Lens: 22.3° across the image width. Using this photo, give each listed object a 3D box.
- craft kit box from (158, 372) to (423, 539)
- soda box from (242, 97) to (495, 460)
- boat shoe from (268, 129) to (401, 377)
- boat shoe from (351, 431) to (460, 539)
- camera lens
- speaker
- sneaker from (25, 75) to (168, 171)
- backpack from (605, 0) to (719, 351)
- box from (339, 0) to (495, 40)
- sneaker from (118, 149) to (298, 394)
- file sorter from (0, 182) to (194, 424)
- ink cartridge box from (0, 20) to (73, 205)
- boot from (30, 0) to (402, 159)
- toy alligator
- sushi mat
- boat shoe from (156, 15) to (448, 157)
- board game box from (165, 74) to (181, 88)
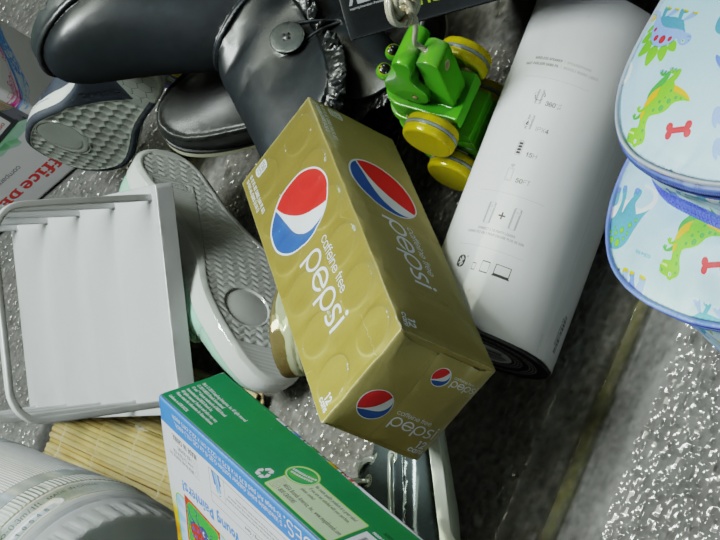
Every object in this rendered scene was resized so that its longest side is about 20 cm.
[{"bbox_3d":[-0.029,0.180,0.902,0.200,0.048,0.200,34,133,51],"label":"craft kit box"},{"bbox_3d":[0.000,0.000,0.946,0.068,0.064,0.201,-50,36,23],"label":"soda box"},{"bbox_3d":[0.002,-0.021,1.082,0.065,0.072,0.202,6,54,17],"label":"boat shoe"},{"bbox_3d":[0.019,0.116,0.945,0.061,0.073,0.202,-11,62,4],"label":"boat shoe"},{"bbox_3d":[-0.192,0.191,1.069,0.199,0.159,0.161,10,73,49],"label":"camera lens"},{"bbox_3d":[0.099,-0.049,0.981,0.081,0.081,0.202,7,71,48],"label":"speaker"},{"bbox_3d":[-0.161,-0.160,1.252,0.202,0.076,0.147,-34,36,57],"label":"sneaker"},{"bbox_3d":[0.202,-0.057,0.826,0.182,0.146,0.201,25,87,53],"label":"backpack"},{"bbox_3d":[0.107,-0.182,1.007,0.199,0.160,0.045,-9,101,43],"label":"box"},{"bbox_3d":[-0.106,0.030,1.168,0.201,0.073,0.119,55,131,35],"label":"sneaker"},{"bbox_3d":[-0.212,0.028,1.147,0.199,0.124,0.141,-8,88,53],"label":"file sorter"},{"bbox_3d":[-0.317,-0.122,1.374,0.144,0.199,0.085,-36,47,24],"label":"ink cartridge box"},{"bbox_3d":[-0.079,-0.118,1.066,0.198,0.077,0.169,-24,60,-6],"label":"boot"},{"bbox_3d":[0.035,-0.100,0.986,0.054,0.200,0.060,15,70,30],"label":"toy alligator"},{"bbox_3d":[-0.139,0.103,1.186,0.199,0.012,0.097,14,78,50],"label":"sushi mat"},{"bbox_3d":[-0.043,-0.131,1.145,0.200,0.063,0.074,-21,80,12],"label":"boat shoe"},{"bbox_3d":[-0.071,-0.198,1.277,0.199,0.056,0.167,21,84,50],"label":"board game box"}]
